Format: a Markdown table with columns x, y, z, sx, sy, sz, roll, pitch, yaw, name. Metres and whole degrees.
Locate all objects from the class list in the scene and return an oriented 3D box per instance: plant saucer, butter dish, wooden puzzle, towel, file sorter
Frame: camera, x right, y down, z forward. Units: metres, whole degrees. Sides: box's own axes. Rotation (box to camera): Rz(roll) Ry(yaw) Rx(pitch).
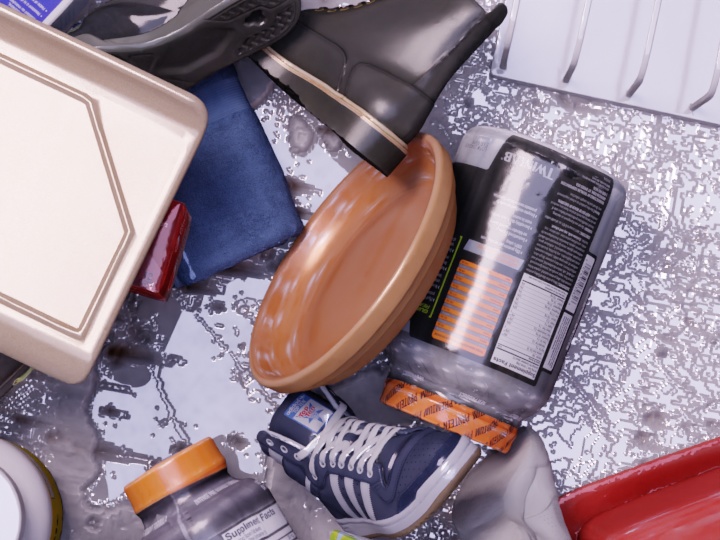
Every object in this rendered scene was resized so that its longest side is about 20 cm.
| x | y | z | sx | sy | sz | roll | pitch | yaw | name |
| --- | --- | --- | --- | --- | --- | --- | --- | --- | --- |
| 0.000 | 0.000 | 1.495 | 0.037 | 0.200 | 0.201 | 36 | 88 | -20 | plant saucer |
| 0.237 | 0.222 | 1.492 | 0.198 | 0.148 | 0.202 | -20 | 86 | -1 | butter dish |
| -0.217 | -0.053 | 1.434 | 0.184 | 0.037 | 0.201 | 25 | 87 | 3 | wooden puzzle |
| -0.124 | -0.094 | 1.561 | 0.111 | 0.049 | 0.201 | -23 | 86 | -20 | towel |
| 0.201 | -0.187 | 1.529 | 0.198 | 0.125 | 0.140 | 12 | 88 | 1 | file sorter |

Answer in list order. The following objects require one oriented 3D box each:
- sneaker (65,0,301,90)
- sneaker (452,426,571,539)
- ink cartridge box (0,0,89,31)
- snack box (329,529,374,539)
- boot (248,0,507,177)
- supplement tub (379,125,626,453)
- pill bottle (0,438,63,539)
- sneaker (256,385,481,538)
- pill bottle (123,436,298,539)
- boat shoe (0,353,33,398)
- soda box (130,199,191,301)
| x | y | z | sx | sy | sz | roll | pitch | yaw | name |
| --- | --- | --- | --- | --- | --- | --- | --- | --- | --- |
| -0.144 | -0.174 | 1.512 | 0.198 | 0.076 | 0.115 | -27 | 47 | 4 | sneaker |
| 0.114 | 0.185 | 1.490 | 0.088 | 0.200 | 0.075 | 42 | 113 | -17 | sneaker |
| -0.246 | -0.188 | 1.507 | 0.099 | 0.039 | 0.200 | 40 | 73 | 5 | ink cartridge box |
| 0.034 | 0.260 | 1.476 | 0.053 | 0.199 | 0.143 | 16 | 86 | 40 | snack box |
| -0.002 | -0.171 | 1.532 | 0.200 | 0.077 | 0.139 | 41 | 91 | 28 | boot |
| 0.092 | 0.014 | 1.520 | 0.122 | 0.123 | 0.201 | 22 | 88 | 2 | supplement tub |
| -0.256 | 0.163 | 1.475 | 0.110 | 0.200 | 0.112 | 0 | 84 | -3 | pill bottle |
| 0.000 | 0.117 | 1.474 | 0.109 | 0.200 | 0.070 | 46 | 67 | -5 | sneaker |
| -0.084 | 0.215 | 1.520 | 0.106 | 0.106 | 0.201 | -30 | 86 | -1 | pill bottle |
| -0.284 | 0.083 | 1.517 | 0.201 | 0.060 | 0.072 | -40 | 51 | 19 | boat shoe |
| -0.215 | -0.038 | 1.483 | 0.198 | 0.070 | 0.064 | 16 | 84 | 2 | soda box |
